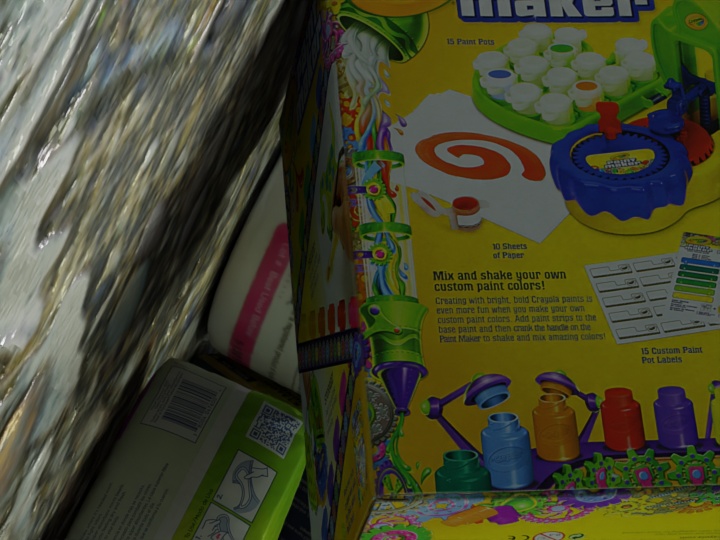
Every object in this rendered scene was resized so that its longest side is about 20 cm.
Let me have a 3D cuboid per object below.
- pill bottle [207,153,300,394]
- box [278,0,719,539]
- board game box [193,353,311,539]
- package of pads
[{"bbox_3d":[0.051,0.022,1.043,0.114,0.199,0.113,-63,176,-8],"label":"pill bottle"},{"bbox_3d":[0.084,0.004,0.877,0.122,0.199,0.194,109,-21,-63],"label":"box"},{"bbox_3d":[0.049,0.104,1.101,0.199,0.200,0.062,1,119,-58],"label":"board game box"},{"bbox_3d":[-0.086,0.141,0.971,0.200,0.068,0.155,108,7,-61],"label":"package of pads"}]
